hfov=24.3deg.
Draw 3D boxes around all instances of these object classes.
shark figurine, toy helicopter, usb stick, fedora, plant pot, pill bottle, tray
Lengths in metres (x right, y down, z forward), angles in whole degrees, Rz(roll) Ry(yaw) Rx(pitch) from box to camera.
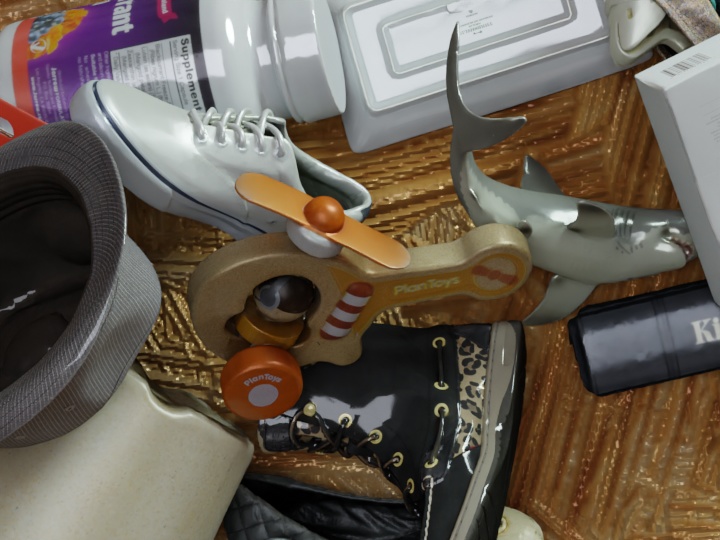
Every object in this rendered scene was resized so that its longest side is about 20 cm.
[{"bbox_3d":[0.100,-0.050,0.993,0.128,0.213,0.090,-37,39,33],"label":"shark figurine"},{"bbox_3d":[0.000,0.000,0.944,0.198,0.133,0.079,-10,43,-6],"label":"toy helicopter"},{"bbox_3d":[0.224,0.029,1.001,0.198,0.033,0.056,-13,84,8],"label":"usb stick"},{"bbox_3d":[-0.177,0.026,0.900,0.199,0.090,0.178,-39,50,12],"label":"fedora"},{"bbox_3d":[-0.163,0.145,0.983,0.199,0.200,0.185,32,86,9],"label":"plant pot"},{"bbox_3d":[-0.114,-0.116,1.023,0.198,0.111,0.113,-11,86,8],"label":"pill bottle"},{"bbox_3d":[0.073,-0.153,1.040,0.198,0.022,0.109,-17,84,8],"label":"tray"}]

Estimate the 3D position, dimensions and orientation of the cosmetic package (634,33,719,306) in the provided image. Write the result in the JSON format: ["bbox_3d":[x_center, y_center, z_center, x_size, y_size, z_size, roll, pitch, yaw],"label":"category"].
[{"bbox_3d":[0.272,-0.082,0.944,0.198,0.052,0.152,-25,109,-4],"label":"cosmetic package"}]

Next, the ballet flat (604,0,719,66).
[{"bbox_3d":[0.190,-0.131,0.989,0.067,0.068,0.200,-39,85,-6],"label":"ballet flat"}]

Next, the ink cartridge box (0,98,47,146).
[{"bbox_3d":[-0.242,-0.010,1.009,0.108,0.050,0.202,27,124,30],"label":"ink cartridge box"}]

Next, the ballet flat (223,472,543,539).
[{"bbox_3d":[0.011,0.157,1.009,0.198,0.067,0.057,1,124,11],"label":"ballet flat"}]

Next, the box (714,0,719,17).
[{"bbox_3d":[0.267,-0.216,0.998,0.158,0.051,0.200,-42,83,5],"label":"box"}]

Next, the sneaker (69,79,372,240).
[{"bbox_3d":[-0.075,-0.066,0.954,0.071,0.199,0.073,-41,47,23],"label":"sneaker"}]

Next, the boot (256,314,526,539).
[{"bbox_3d":[0.012,0.107,0.983,0.149,0.073,0.202,8,56,13],"label":"boot"}]

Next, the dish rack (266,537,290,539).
[{"bbox_3d":[-0.005,0.265,0.957,0.199,0.055,0.154,29,51,1],"label":"dish rack"}]
